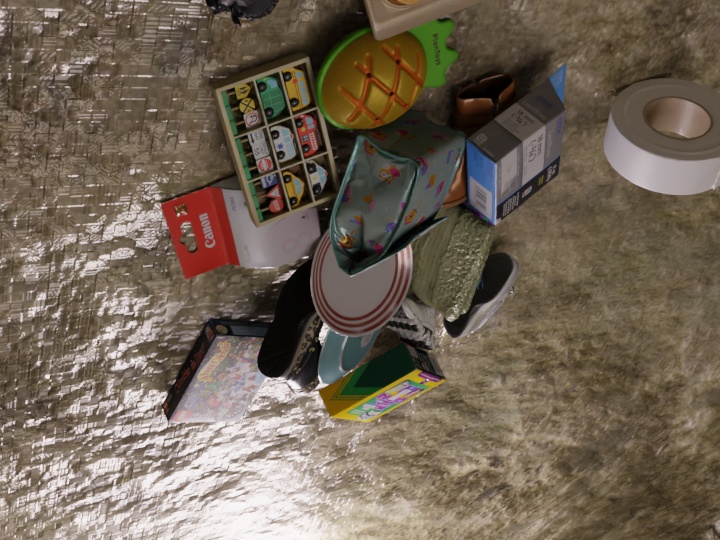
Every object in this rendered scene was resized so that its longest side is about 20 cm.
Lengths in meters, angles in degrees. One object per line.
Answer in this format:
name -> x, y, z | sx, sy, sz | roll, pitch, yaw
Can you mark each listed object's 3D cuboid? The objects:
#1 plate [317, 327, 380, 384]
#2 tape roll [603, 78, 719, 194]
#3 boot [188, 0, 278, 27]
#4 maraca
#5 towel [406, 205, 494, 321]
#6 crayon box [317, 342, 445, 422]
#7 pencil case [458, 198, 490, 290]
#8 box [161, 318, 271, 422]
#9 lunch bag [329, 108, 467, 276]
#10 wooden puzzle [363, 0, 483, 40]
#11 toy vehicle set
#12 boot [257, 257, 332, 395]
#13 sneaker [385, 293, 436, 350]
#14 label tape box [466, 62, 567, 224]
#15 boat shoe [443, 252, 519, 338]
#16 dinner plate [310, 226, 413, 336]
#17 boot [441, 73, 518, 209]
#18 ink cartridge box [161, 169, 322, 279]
plate -> -0.004, 0.098, 1.494 | 0.200, 0.026, 0.200 | -50, 155, -33
tape roll -> 0.482, -0.209, 1.433 | 0.202, 0.203, 0.071 | -19, 140, -17
boot -> -0.124, -0.357, 0.959 | 0.162, 0.073, 0.198 | 19, 127, -43
maraca -> 0.034, -0.250, 1.157 | 0.200, 0.107, 0.137 | -27, 138, -12
towel -> 0.124, -0.024, 1.439 | 0.036, 0.148, 0.200 | -38, 154, -43
crayon box -> 0.042, 0.200, 1.631 | 0.172, 0.058, 0.200 | -29, 160, 11
pencil case -> 0.171, -0.055, 1.475 | 0.085, 0.093, 0.200 | 9, 133, 1
box -> -0.217, 0.164, 1.488 | 0.136, 0.038, 0.200 | 6, 128, -39
lunch bag -> 0.047, -0.096, 1.259 | 0.170, 0.122, 0.200 | -35, 148, -55
wooden puzzle -> 0.078, -0.380, 1.049 | 0.185, 0.046, 0.200 | -24, 121, -11
toy vehicle set -> -0.104, -0.163, 1.177 | 0.124, 0.027, 0.200 | -23, 126, -13
boot -> -0.082, 0.091, 1.445 | 0.204, 0.073, 0.154 | -65, 159, -15
sneaker -> 0.085, 0.070, 1.549 | 0.200, 0.075, 0.081 | 52, 55, -66
label tape box -> 0.243, -0.179, 1.324 | 0.200, 0.063, 0.144 | -38, 150, -16
boat shoe -> 0.220, 0.044, 1.637 | 0.065, 0.075, 0.202 | -5, 139, -39
dinner plate -> 0.000, 0.000, 1.394 | 0.200, 0.024, 0.201 | -10, 106, -38
boot -> 0.150, -0.183, 1.331 | 0.200, 0.077, 0.155 | -27, 144, -11
ink cartridge box -> -0.156, -0.060, 1.281 | 0.200, 0.057, 0.163 | -26, 142, -16
